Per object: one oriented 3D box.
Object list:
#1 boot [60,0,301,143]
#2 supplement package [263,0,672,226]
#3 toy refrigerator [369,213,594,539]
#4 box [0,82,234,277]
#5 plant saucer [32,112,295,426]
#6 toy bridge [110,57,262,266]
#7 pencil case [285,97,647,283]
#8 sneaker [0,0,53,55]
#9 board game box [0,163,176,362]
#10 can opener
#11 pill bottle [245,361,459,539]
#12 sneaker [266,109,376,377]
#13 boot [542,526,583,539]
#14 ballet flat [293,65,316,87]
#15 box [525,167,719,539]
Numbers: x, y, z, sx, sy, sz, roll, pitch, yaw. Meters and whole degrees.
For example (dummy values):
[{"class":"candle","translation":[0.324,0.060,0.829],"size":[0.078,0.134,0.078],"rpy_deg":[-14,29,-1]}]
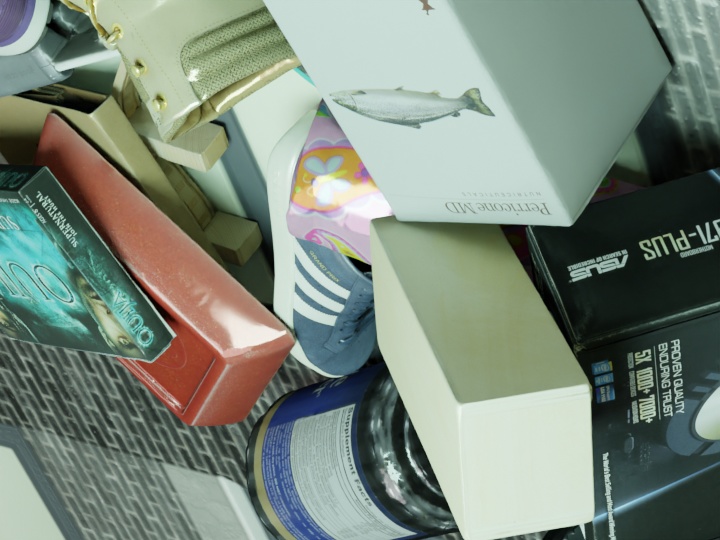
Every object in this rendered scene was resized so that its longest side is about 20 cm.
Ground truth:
[{"class":"boot","translation":[-0.137,-0.133,1.420],"size":[0.073,0.200,0.156],"rpy_deg":[8,-122,-87]},{"class":"supplement package","translation":[0.044,-0.132,1.345],"size":[0.117,0.117,0.200],"rpy_deg":[2,136,41]},{"class":"toy refrigerator","translation":[0.059,0.044,1.349],"size":[0.070,0.200,0.076],"rpy_deg":[-8,117,-8]},{"class":"box","translation":[-0.155,-0.040,1.721],"size":[0.163,0.021,0.200],"rpy_deg":[16,145,49]},{"class":"plant saucer","translation":[-0.139,0.013,1.709],"size":[0.200,0.037,0.200],"rpy_deg":[43,160,3]},{"class":"toy bridge","translation":[-0.111,-0.080,1.649],"size":[0.067,0.027,0.200],"rpy_deg":[18,145,28]},{"class":"pencil case","translation":[0.062,-0.029,1.478],"size":[0.200,0.088,0.087],"rpy_deg":[17,146,10]},{"class":"sneaker","translation":[-0.266,-0.150,1.551],"size":[0.200,0.076,0.087],"rpy_deg":[-9,171,44]},{"class":"board game box","translation":[-0.203,-0.007,1.696],"size":[0.135,0.028,0.200],"rpy_deg":[54,157,-22]},{"class":"can opener","translation":[-0.164,-0.115,1.564],"size":[0.200,0.053,0.067],"rpy_deg":[-11,128,42]},{"class":"pill bottle","translation":[0.025,0.110,1.698],"size":[0.112,0.112,0.200],"rpy_deg":[46,147,-17]},{"class":"sneaker","translation":[0.000,0.000,1.606],"size":[0.084,0.075,0.200],"rpy_deg":[24,147,26]},{"class":"boot","translation":[0.209,0.173,1.651],"size":[0.162,0.073,0.198],"rpy_deg":[38,144,-5]},{"class":"ballet flat","translation":[-0.060,-0.160,1.470],"size":[0.200,0.072,0.072],"rpy_deg":[30,149,8]},{"class":"box","translation":[0.179,0.047,1.410],"size":[0.163,0.086,0.200],"rpy_deg":[-15,139,-5]}]
